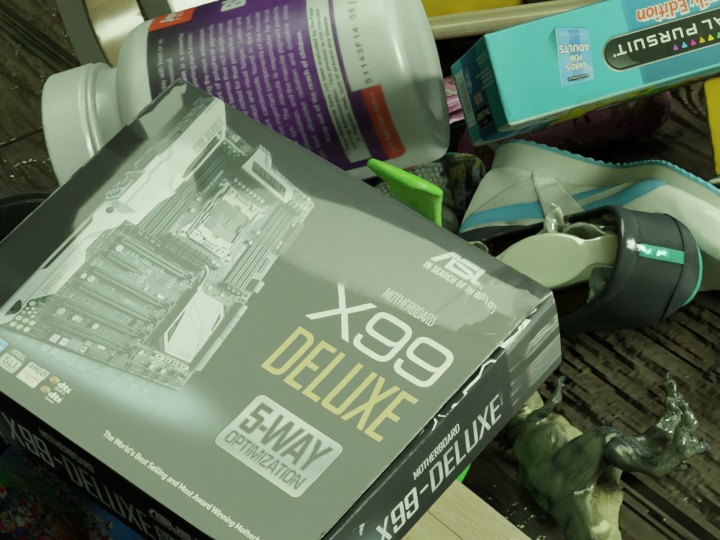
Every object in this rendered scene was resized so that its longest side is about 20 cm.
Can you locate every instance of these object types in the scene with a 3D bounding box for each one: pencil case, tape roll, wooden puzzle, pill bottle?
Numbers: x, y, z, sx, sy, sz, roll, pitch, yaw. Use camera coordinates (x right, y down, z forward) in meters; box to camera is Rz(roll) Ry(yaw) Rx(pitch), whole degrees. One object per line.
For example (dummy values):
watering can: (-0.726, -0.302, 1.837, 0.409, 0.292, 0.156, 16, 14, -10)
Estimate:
pencil case: (0.077, -0.087, 1.382, 0.199, 0.083, 0.087, -21, 26, -12)
tape roll: (-0.133, -0.154, 1.499, 0.037, 0.204, 0.202, -27, 28, -21)
wooden puzzle: (0.086, -0.166, 1.423, 0.199, 0.038, 0.185, -11, 14, 21)
pill bottle: (-0.061, -0.089, 1.288, 0.199, 0.112, 0.112, -14, 26, 12)

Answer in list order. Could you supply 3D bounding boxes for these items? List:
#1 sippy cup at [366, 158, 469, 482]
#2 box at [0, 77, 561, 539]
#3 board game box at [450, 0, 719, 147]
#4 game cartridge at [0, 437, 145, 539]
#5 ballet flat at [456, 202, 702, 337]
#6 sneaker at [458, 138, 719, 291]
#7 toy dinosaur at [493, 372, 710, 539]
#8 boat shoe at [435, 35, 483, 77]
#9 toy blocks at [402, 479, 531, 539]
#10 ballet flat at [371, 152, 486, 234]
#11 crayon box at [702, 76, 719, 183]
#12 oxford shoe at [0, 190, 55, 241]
sippy cup: (-0.022, 0.046, 1.044, 0.139, 0.179, 0.130, -11, -17, 9)
box: (-0.047, 0.029, 0.934, 0.199, 0.050, 0.158, 31, 64, 30)
board game box: (0.153, -0.114, 1.215, 0.199, 0.047, 0.151, -16, 0, -4)
game cartridge: (-0.141, 0.130, 0.965, 0.130, 0.200, 0.038, -46, 3, -42)
ballet flat: (0.067, 0.006, 1.164, 0.199, 0.073, 0.073, -13, 21, 40)
sneaker: (0.128, -0.008, 1.208, 0.199, 0.076, 0.081, 11, 68, 52)
toy dinosaur: (0.108, 0.084, 1.071, 0.088, 0.048, 0.200, -30, 26, 4)
boat shoe: (0.056, -0.108, 1.464, 0.199, 0.074, 0.065, -16, 7, -3)
toy blocks: (0.009, 0.146, 0.937, 0.136, 0.100, 0.199, 36, 40, 30)
ballet flat: (0.000, 0.000, 1.275, 0.199, 0.073, 0.072, -24, 27, -27)
crayon box: (0.245, -0.082, 1.227, 0.125, 0.052, 0.200, -8, 3, 16)
oxford shoe: (-0.140, -0.020, 1.402, 0.198, 0.073, 0.084, -6, 12, 11)
